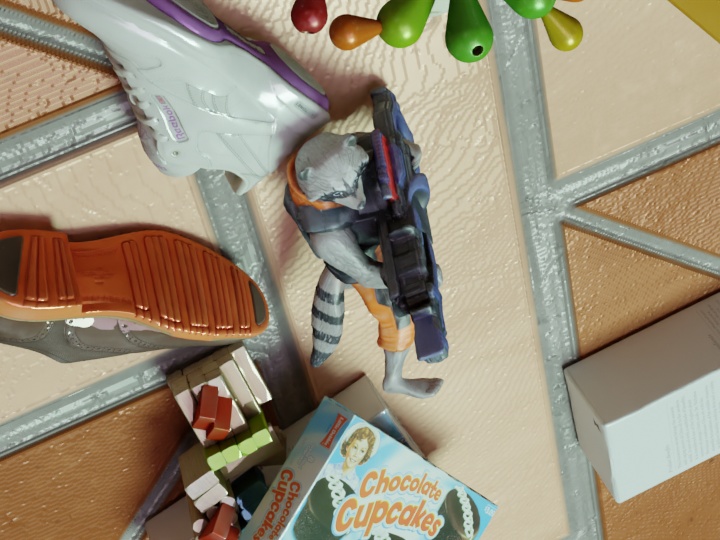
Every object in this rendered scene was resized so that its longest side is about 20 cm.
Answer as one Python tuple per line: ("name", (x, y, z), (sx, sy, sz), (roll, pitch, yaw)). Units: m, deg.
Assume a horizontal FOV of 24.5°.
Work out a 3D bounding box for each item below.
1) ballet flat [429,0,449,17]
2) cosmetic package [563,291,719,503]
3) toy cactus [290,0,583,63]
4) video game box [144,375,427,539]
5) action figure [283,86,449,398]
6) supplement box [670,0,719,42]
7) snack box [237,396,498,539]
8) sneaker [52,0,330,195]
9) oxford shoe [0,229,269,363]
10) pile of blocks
("ballet flat", (0.018, -0.175, 0.940), (0.198, 0.070, 0.070), (7, 124, -32))
("cosmetic package", (0.266, 0.087, 1.294), (0.198, 0.071, 0.102), (-25, 135, -7))
("toy cactus", (0.047, -0.195, 0.879), (0.198, 0.167, 0.102), (-6, 175, -21))
("video game box", (-0.034, 0.193, 1.242), (0.199, 0.047, 0.183), (-33, 137, 1))
("action figure", (0.000, 0.000, 1.003), (0.103, 0.201, 0.195), (-12, 136, 5))
("supplement box", (0.264, -0.218, 0.913), (0.198, 0.133, 0.200), (-53, 169, 21))
("snack box", (0.010, 0.179, 1.170), (0.200, 0.037, 0.117), (36, 83, -47))
("sneaker", (-0.105, -0.103, 0.929), (0.100, 0.075, 0.199), (-47, 133, 14))
("oxford shoe", (-0.153, 0.021, 1.029), (0.198, 0.072, 0.073), (9, 143, -28))
("pile of blocks", (-0.086, 0.153, 1.127), (0.081, 0.062, 0.202), (-4, 112, -11))
